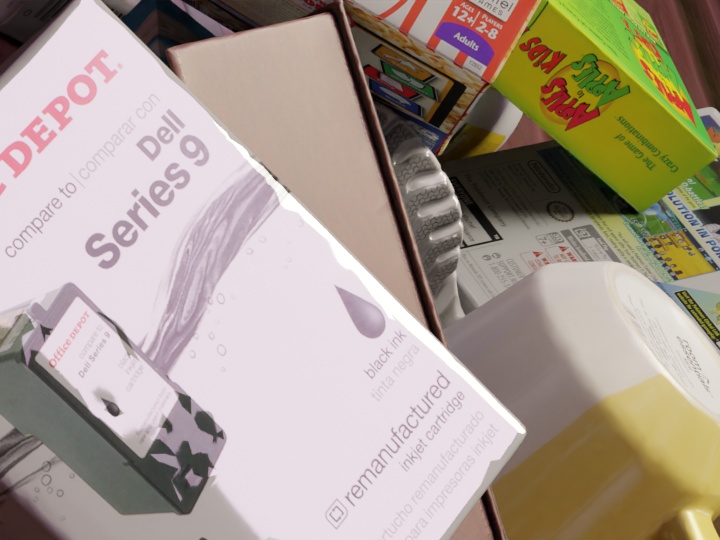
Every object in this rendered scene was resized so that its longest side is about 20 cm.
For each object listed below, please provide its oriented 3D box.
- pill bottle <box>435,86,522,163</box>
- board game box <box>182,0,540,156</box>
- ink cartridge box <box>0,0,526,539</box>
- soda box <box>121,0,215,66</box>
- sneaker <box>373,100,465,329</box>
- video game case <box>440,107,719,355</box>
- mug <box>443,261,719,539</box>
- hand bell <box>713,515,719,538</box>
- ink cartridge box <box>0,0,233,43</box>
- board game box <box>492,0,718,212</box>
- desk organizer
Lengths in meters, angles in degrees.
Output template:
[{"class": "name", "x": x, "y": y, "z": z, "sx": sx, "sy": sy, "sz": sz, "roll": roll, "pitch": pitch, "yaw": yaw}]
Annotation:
[{"class": "pill bottle", "x": 0.024, "y": -0.101, "z": 1.435, "sx": 0.112, "sy": 0.112, "sz": 0.200, "roll": 50, "pitch": 9, "yaw": 8}, {"class": "board game box", "x": -0.014, "y": -0.112, "z": 1.113, "sx": 0.151, "sy": 0.046, "sz": 0.200, "roll": 31, "pitch": -6, "yaw": -1}, {"class": "ink cartridge box", "x": -0.072, "y": 0.039, "z": 0.895, "sx": 0.200, "sy": 0.084, "sz": 0.146, "roll": 45, "pitch": 57, "yaw": -8}, {"class": "soda box", "x": -0.076, "y": -0.028, "z": 1.146, "sx": 0.064, "sy": 0.068, "sz": 0.200, "roll": 37, "pitch": 21, "yaw": -26}, {"class": "sneaker", "x": 0.000, "y": 0.000, "z": 1.216, "sx": 0.082, "sy": 0.075, "sz": 0.200, "roll": 46, "pitch": -19, "yaw": 43}, {"class": "video game case", "x": 0.129, "y": 0.003, "z": 1.319, "sx": 0.182, "sy": 0.022, "sz": 0.200, "roll": -12, "pitch": 41, "yaw": -21}, {"class": "mug", "x": 0.079, "y": 0.090, "z": 1.123, "sx": 0.187, "sy": 0.153, "sz": 0.149, "roll": 48, "pitch": 18, "yaw": 0}, {"class": "hand bell", "x": 0.200, "y": 0.162, "z": 1.198, "sx": 0.200, "sy": 0.104, "sz": 0.104, "roll": 55, "pitch": 18, "yaw": 0}, {"class": "ink cartridge box", "x": -0.131, "y": -0.163, "z": 1.332, "sx": 0.162, "sy": 0.057, "sz": 0.200, "roll": 25, "pitch": 33, "yaw": -49}, {"class": "board game box", "x": 0.075, "y": -0.117, "z": 1.297, "sx": 0.200, "sy": 0.048, "sz": 0.102, "roll": 36, "pitch": 25, "yaw": -43}, {"class": "desk organizer", "x": -0.025, "y": 0.016, "z": 1.018, "sx": 0.077, "sy": 0.072, "sz": 0.201, "roll": -16, "pitch": 89, "yaw": -37}]
